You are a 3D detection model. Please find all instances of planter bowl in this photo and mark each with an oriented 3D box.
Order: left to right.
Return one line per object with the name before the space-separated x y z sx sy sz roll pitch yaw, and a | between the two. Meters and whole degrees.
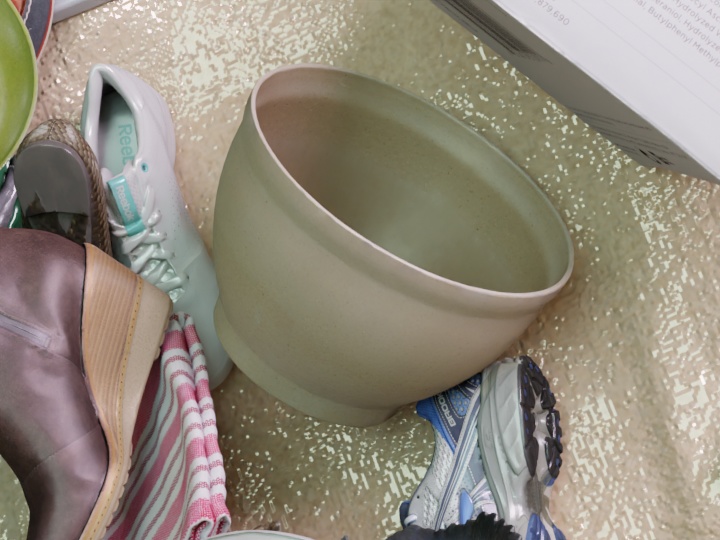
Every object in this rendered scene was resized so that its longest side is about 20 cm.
planter bowl | 0.000 0.000 1.587 0.200 0.200 0.135 41 119 20

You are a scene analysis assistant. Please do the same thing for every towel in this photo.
towel | -0.119 0.129 1.575 0.030 0.200 0.147 19 117 -20

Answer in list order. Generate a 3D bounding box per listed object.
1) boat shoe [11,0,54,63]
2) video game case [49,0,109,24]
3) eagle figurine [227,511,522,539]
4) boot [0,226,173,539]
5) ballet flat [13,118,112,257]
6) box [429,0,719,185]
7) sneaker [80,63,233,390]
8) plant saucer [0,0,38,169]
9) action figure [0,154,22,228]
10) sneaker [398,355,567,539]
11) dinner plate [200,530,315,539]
boat shoe | -0.239 -0.119 1.721 0.071 0.063 0.201 22 94 13
video game case | -0.256 -0.220 1.785 0.199 0.022 0.183 -20 74 11
eagle figurine | 0.016 0.206 1.524 0.199 0.152 0.151 7 64 26
boot | -0.204 0.069 1.569 0.166 0.072 0.201 20 71 -13
ballet flat | -0.168 -0.001 1.651 0.067 0.201 0.046 2 35 7
box | 0.142 -0.154 1.524 0.200 0.199 0.131 37 90 -12
sneaker | -0.128 -0.025 1.667 0.075 0.089 0.201 -19 74 2
plant saucer | -0.285 -0.106 1.645 0.199 0.031 0.201 5 59 -8
action figure | -0.245 0.013 1.660 0.055 0.118 0.201 -10 53 59
sneaker | 0.068 0.151 1.590 0.085 0.077 0.201 -10 69 25
dinner plate | -0.041 0.229 1.464 0.199 0.024 0.201 6 108 20
